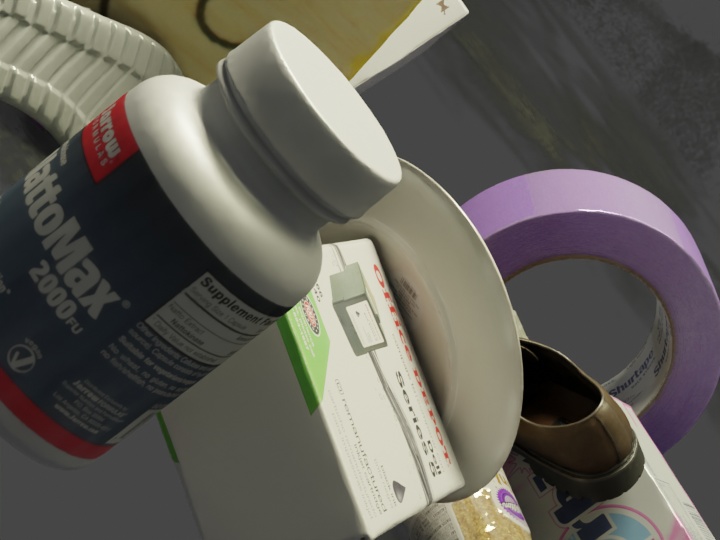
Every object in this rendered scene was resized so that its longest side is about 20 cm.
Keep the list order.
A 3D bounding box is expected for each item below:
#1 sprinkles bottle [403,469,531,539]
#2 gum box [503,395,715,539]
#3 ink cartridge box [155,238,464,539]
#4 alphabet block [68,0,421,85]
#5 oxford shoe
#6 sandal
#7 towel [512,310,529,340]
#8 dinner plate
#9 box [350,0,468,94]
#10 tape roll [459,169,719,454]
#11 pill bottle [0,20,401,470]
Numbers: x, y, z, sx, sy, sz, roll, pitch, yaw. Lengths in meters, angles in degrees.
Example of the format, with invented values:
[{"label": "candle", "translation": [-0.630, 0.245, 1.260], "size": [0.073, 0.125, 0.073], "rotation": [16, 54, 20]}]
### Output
[{"label": "sprinkles bottle", "translation": [0.062, 0.151, 1.573], "size": [0.068, 0.068, 0.200], "rotation": [40, 18, -42]}, {"label": "gum box", "translation": [0.160, 0.189, 1.695], "size": [0.200, 0.113, 0.066], "rotation": [59, 15, 25]}, {"label": "ink cartridge box", "translation": [-0.029, 0.066, 1.391], "size": [0.200, 0.084, 0.146], "rotation": [-13, 82, -75]}, {"label": "alphabet block", "translation": [-0.076, -0.204, 1.602], "size": [0.200, 0.195, 0.197], "rotation": [35, 35, -13]}, {"label": "oxford shoe", "translation": [0.081, 0.064, 1.676], "size": [0.200, 0.073, 0.085], "rotation": [19, -34, 36]}, {"label": "sandal", "translation": [-0.159, -0.107, 1.508], "size": [0.050, 0.083, 0.203], "rotation": [26, -9, 43]}, {"label": "towel", "translation": [0.130, 0.096, 1.993], "size": [0.200, 0.035, 0.193], "rotation": [53, 14, 6]}, {"label": "dinner plate", "translation": [0.012, 0.033, 1.509], "size": [0.024, 0.200, 0.200], "rotation": [-20, 69, -39]}, {"label": "box", "translation": [-0.016, -0.168, 1.859], "size": [0.098, 0.124, 0.200], "rotation": [57, -6, -2]}, {"label": "tape roll", "translation": [0.130, 0.038, 1.791], "size": [0.200, 0.200, 0.066], "rotation": [47, 15, -21]}, {"label": "pill bottle", "translation": [-0.087, -0.015, 1.225], "size": [0.120, 0.200, 0.120], "rotation": [48, 14, -16]}]
